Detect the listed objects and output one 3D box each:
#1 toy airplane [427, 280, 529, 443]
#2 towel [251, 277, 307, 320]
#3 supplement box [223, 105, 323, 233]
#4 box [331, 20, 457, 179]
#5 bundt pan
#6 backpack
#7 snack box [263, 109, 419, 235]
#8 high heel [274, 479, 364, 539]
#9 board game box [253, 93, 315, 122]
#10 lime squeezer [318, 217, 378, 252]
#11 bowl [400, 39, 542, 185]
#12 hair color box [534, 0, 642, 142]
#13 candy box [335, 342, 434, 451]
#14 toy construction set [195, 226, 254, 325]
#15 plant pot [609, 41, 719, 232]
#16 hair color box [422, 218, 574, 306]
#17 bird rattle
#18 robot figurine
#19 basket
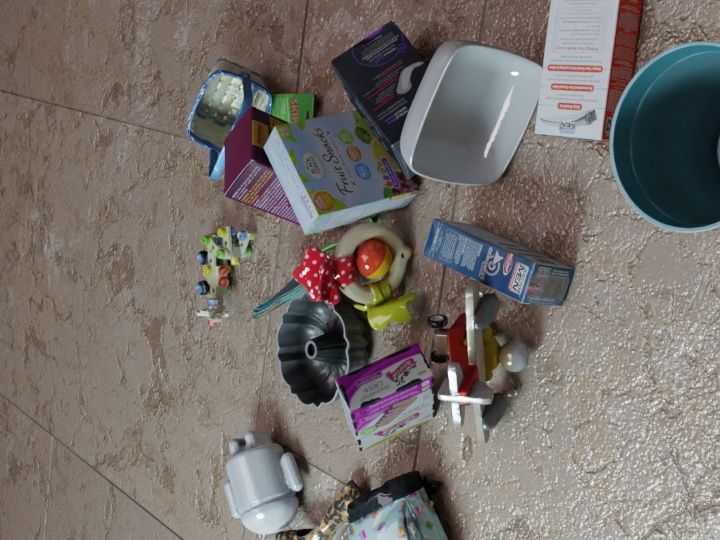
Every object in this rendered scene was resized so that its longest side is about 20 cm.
[{"bbox_3d":[0.173,0.132,1.417,0.200,0.139,0.201,79,-174,-70],"label":"toy airplane"},{"bbox_3d":[-0.089,0.016,1.720,0.199,0.146,0.022,-29,98,44],"label":"towel"},{"bbox_3d":[-0.123,-0.168,1.681,0.103,0.198,0.132,-43,40,39],"label":"supplement box"},{"bbox_3d":[0.061,-0.263,1.534,0.122,0.106,0.201,-33,60,1],"label":"box"},{"bbox_3d":[-0.059,0.136,1.732,0.201,0.075,0.205,1,92,48],"label":"bundt pan"},{"bbox_3d":[0.065,0.439,1.570,0.167,0.126,0.202,-38,67,38],"label":"backpack"},{"bbox_3d":[-0.030,-0.162,1.584,0.170,0.198,0.068,63,148,16],"label":"snack box"},{"bbox_3d":[-0.071,0.431,1.750,0.198,0.071,0.144,-1,97,30],"label":"high heel"},{"bbox_3d":[-0.146,-0.280,1.853,0.199,0.030,0.097,12,100,50],"label":"board game box"},{"bbox_3d":[0.004,-0.092,1.681,0.201,0.038,0.071,-57,45,13],"label":"lime squeezer"},{"bbox_3d":[0.148,-0.227,1.406,0.075,0.198,0.202,43,119,44],"label":"bowl"},{"bbox_3d":[0.305,-0.277,1.330,0.110,0.064,0.202,14,100,45],"label":"hair color box"},{"bbox_3d":[0.042,0.197,1.511,0.200,0.135,0.061,79,166,-64],"label":"candy box"},{"bbox_3d":[-0.275,0.007,1.966,0.130,0.092,0.202,14,91,46],"label":"toy construction set"},{"bbox_3d":[0.416,-0.143,1.119,0.199,0.187,0.203,2,92,47],"label":"plant pot"},{"bbox_3d":[0.195,-0.013,1.429,0.199,0.099,0.061,28,106,44],"label":"hair color box"},{"bbox_3d":[0.000,0.000,1.595,0.164,0.199,0.112,-63,19,-9],"label":"bird rattle"},{"bbox_3d":[-0.181,0.401,1.849,0.169,0.113,0.202,-29,69,27],"label":"robot figurine"},{"bbox_3d":[-0.238,-0.285,1.819,0.177,0.138,0.201,-56,22,33],"label":"basket"}]
